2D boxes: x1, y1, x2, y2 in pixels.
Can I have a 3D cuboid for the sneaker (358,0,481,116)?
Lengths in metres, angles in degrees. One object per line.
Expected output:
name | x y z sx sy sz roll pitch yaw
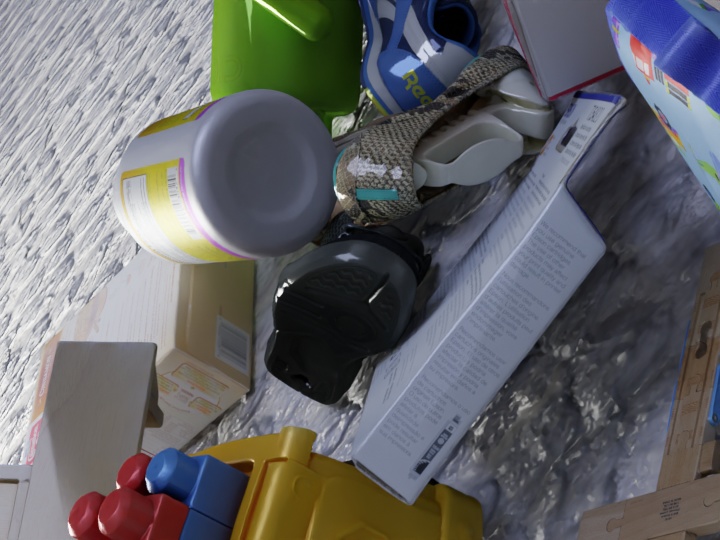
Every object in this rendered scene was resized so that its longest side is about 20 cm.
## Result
sneaker | 0.047 -0.180 0.948 0.082 0.074 0.201 -32 42 28

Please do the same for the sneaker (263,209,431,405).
sneaker | 0.000 0.000 0.786 0.115 0.076 0.200 -63 -1 -23

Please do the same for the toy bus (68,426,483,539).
toy bus | -0.068 0.150 0.673 0.199 0.191 0.137 -20 47 49

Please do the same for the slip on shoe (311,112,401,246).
slip on shoe | 0.002 -0.065 0.897 0.061 0.076 0.200 -41 9 -25

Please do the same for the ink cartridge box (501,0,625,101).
ink cartridge box | 0.139 -0.205 0.764 0.143 0.085 0.201 -22 38 9

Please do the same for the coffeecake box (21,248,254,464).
coffeecake box | -0.172 0.074 1.026 0.200 0.073 0.154 -40 33 28

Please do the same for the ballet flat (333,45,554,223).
ballet flat | 0.067 -0.078 0.771 0.075 0.069 0.200 8 29 37

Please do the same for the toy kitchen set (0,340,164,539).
toy kitchen set | -0.173 0.161 0.934 0.198 0.181 0.165 0 63 10

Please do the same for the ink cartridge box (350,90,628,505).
ink cartridge box | 0.073 0.003 0.669 0.201 0.040 0.200 -54 1 10

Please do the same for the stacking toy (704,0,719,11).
stacking toy | 0.228 -0.147 0.607 0.200 0.147 0.146 -39 29 -5

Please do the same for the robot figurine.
robot figurine | -0.055 -0.186 1.009 0.175 0.114 0.203 -9 -78 -80

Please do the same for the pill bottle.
pill bottle | -0.101 -0.058 0.894 0.199 0.104 0.105 -2 60 61

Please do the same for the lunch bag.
lunch bag | 0.166 -0.023 0.468 0.094 0.199 0.151 -48 30 16

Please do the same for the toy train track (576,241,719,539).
toy train track | 0.152 0.073 0.578 0.114 0.032 0.201 -31 32 51
